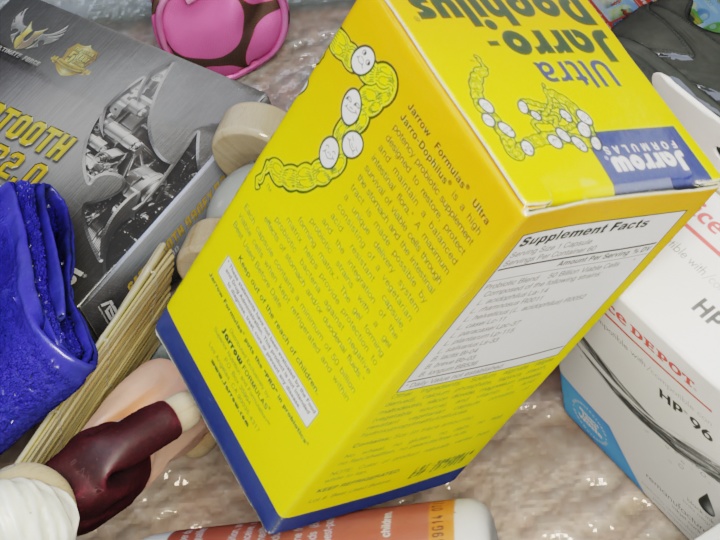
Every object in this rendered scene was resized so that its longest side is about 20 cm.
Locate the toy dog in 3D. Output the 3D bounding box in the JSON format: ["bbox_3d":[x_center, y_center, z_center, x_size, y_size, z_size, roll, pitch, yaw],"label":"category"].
[{"bbox_3d":[0.000,0.000,0.807,0.200,0.096,0.132,35,65,14],"label":"toy dog"}]

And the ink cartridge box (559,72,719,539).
[{"bbox_3d":[0.138,0.027,0.674,0.068,0.200,0.116,-35,56,-13],"label":"ink cartridge box"}]

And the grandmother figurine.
[{"bbox_3d":[-0.113,0.085,0.700,0.061,0.200,0.121,41,111,7],"label":"grandmother figurine"}]

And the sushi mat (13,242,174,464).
[{"bbox_3d":[-0.142,0.083,0.760,0.012,0.096,0.200,28,63,5],"label":"sushi mat"}]

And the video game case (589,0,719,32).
[{"bbox_3d":[0.144,-0.098,0.873,0.199,0.017,0.143,-26,54,-7],"label":"video game case"}]

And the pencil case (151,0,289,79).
[{"bbox_3d":[-0.099,-0.210,0.956,0.090,0.094,0.201,-17,55,-1],"label":"pencil case"}]

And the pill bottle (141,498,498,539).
[{"bbox_3d":[-0.038,0.160,0.673,0.199,0.112,0.113,-7,54,7],"label":"pill bottle"}]

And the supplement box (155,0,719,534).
[{"bbox_3d":[0.022,-0.005,0.628,0.108,0.200,0.110,-9,57,-41],"label":"supplement box"}]

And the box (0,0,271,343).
[{"bbox_3d":[-0.164,-0.059,0.884,0.199,0.048,0.159,26,65,30],"label":"box"}]

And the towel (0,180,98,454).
[{"bbox_3d":[-0.212,0.055,0.759,0.200,0.050,0.148,-42,35,13],"label":"towel"}]

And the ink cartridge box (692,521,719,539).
[{"bbox_3d":[0.181,0.170,0.637,0.199,0.086,0.148,-30,55,-11],"label":"ink cartridge box"}]

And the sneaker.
[{"bbox_3d":[0.199,-0.069,0.794,0.091,0.076,0.200,-41,72,-19],"label":"sneaker"}]
